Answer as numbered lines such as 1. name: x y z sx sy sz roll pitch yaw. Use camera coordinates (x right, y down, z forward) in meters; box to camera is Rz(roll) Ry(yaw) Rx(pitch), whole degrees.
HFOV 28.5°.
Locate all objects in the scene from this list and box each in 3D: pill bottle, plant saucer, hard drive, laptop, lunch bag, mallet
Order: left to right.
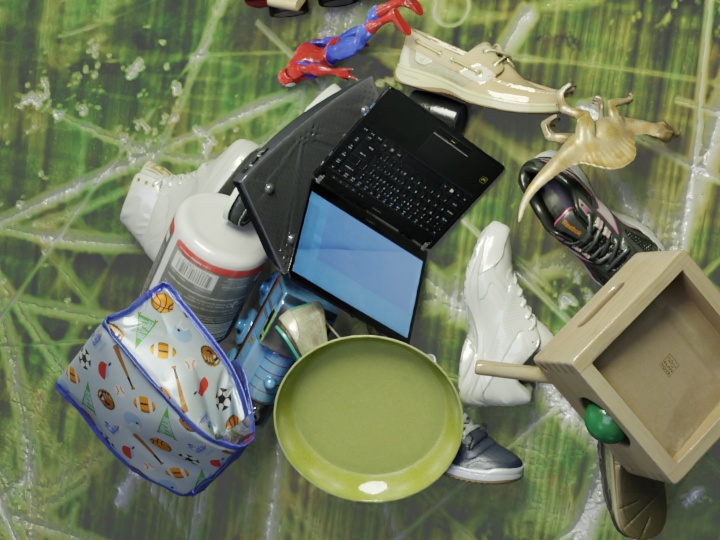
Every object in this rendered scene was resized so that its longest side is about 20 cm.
1. lunch bag: -0.210 0.141 1.548 0.200 0.124 0.170 50 140 5
2. pill bottle: -0.186 0.019 1.615 0.116 0.116 0.201 44 129 17
3. hard drive: -0.044 -0.105 1.511 0.042 0.200 0.136 16 139 46
4. plant saucer: 0.009 0.150 1.481 0.198 0.031 0.202 2 116 5
5. laptop: 0.040 -0.054 1.475 0.200 0.177 0.104 -47 35 19
6. mallet: 0.055 -0.100 1.558 0.065 0.041 0.201 27 108 19

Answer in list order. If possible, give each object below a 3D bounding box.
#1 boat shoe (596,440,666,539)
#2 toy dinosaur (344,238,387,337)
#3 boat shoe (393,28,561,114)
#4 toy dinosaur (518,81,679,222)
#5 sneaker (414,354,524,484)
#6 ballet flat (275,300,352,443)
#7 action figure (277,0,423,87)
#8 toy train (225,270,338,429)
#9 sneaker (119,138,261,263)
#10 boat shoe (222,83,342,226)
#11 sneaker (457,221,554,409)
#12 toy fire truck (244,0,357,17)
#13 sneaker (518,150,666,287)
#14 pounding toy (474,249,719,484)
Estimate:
1. boat shoe: 0.272 0.173 1.449 0.071 0.066 0.203 3 78 -17
2. toy dinosaur: 0.000 0.000 1.560 0.047 0.088 0.202 -8 90 16
3. boat shoe: 0.128 -0.209 1.497 0.199 0.072 0.066 20 103 29
4. toy dinosaur: 0.224 -0.132 1.411 0.199 0.058 0.101 -24 57 -13
5. sneaker: 0.091 0.156 1.535 0.199 0.070 0.110 16 102 27
6. ballet flat: -0.026 0.120 1.525 0.062 0.067 0.201 -31 120 -11
7. action figure: -0.019 -0.245 1.566 0.199 0.066 0.052 -18 126 39
8. toy train: -0.100 0.090 1.590 0.086 0.114 0.201 25 107 -17
9. sneaker: -0.209 -0.101 1.664 0.116 0.074 0.200 45 112 13
10. boat shoe: -0.070 -0.118 1.560 0.060 0.076 0.200 40 81 7
11. sneaker: 0.158 0.049 1.503 0.098 0.078 0.202 4 98 12
12. toy fire truck: -0.067 -0.323 1.511 0.175 0.200 0.130 -6 90 26
13. sneaker: 0.229 -0.039 1.447 0.200 0.086 0.081 43 111 17
14. pounding toy: 0.254 0.095 1.372 0.200 0.142 0.184 -43 99 -11
